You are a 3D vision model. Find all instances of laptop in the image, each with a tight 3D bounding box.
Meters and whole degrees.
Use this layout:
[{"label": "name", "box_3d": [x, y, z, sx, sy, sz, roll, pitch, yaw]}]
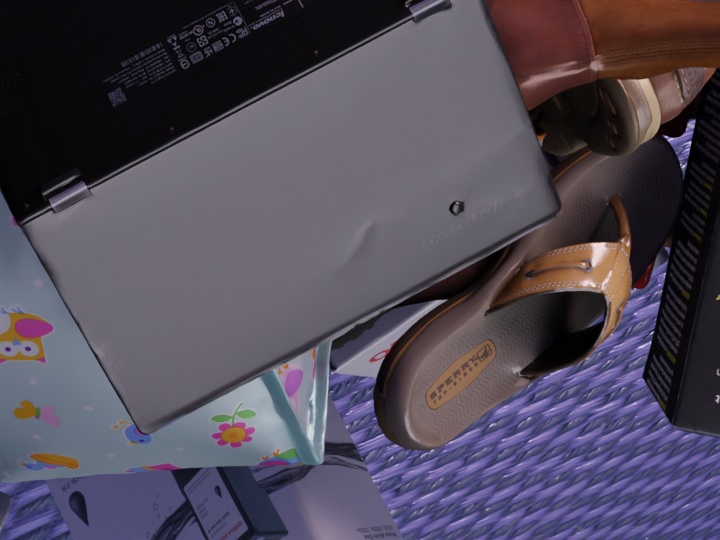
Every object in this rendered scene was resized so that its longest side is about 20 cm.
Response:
[{"label": "laptop", "box_3d": [-0.050, -0.075, 1.123, 0.187, 0.201, 0.116, -28, 171, -3]}]

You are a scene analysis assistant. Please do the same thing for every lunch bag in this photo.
[{"label": "lunch bag", "box_3d": [-0.113, -0.007, 1.231, 0.170, 0.122, 0.200, -6, 144, 15]}]

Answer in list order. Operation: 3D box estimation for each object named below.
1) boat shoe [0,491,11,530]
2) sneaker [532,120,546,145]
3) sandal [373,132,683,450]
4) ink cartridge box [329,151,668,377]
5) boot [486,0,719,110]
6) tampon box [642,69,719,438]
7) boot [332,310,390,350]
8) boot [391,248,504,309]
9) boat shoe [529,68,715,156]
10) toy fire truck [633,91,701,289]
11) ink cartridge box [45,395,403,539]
[{"label": "boat shoe", "box_3d": [-0.258, 0.163, 1.725, 0.062, 0.073, 0.200, 25, 149, -14]}, {"label": "sneaker", "box_3d": [0.028, -0.032, 1.329, 0.092, 0.076, 0.200, -54, 175, 14]}, {"label": "sandal", "box_3d": [0.090, 0.015, 1.456, 0.200, 0.055, 0.082, -41, 126, -15]}, {"label": "ink cartridge box", "box_3d": [0.063, -0.009, 1.663, 0.145, 0.084, 0.200, -35, 162, 19]}, {"label": "boot", "box_3d": [0.119, -0.120, 1.256, 0.199, 0.069, 0.188, -7, -165, 11]}, {"label": "tampon box", "box_3d": [0.237, -0.016, 1.496, 0.149, 0.201, 0.126, 11, -171, -3]}, {"label": "boot", "box_3d": [-0.067, 0.001, 1.497, 0.211, 0.080, 0.158, -38, 155, 4]}, {"label": "boot", "box_3d": [0.000, 0.000, 1.469, 0.166, 0.072, 0.200, -38, 125, -18]}, {"label": "boat shoe", "box_3d": [0.108, -0.097, 1.392, 0.067, 0.072, 0.200, -30, -164, -12]}, {"label": "toy fire truck", "box_3d": [0.205, -0.062, 1.644, 0.168, 0.112, 0.201, -49, 153, -81]}, {"label": "ink cartridge box", "box_3d": [-0.076, 0.127, 1.631, 0.146, 0.201, 0.084, -37, 160, 26]}]
